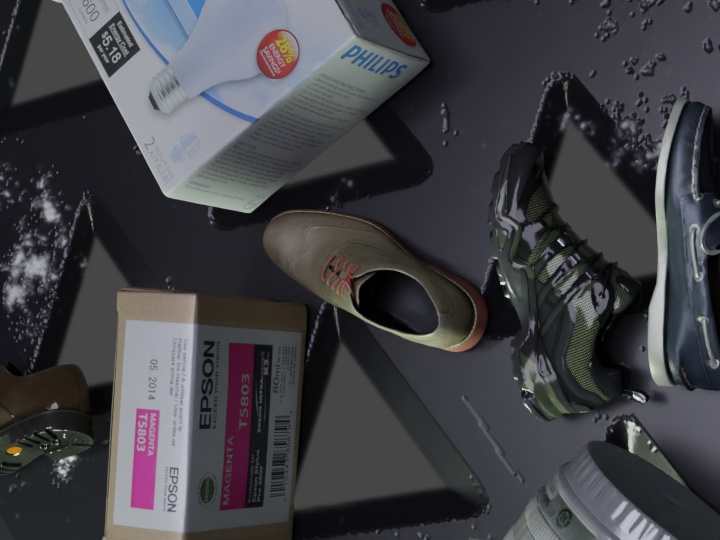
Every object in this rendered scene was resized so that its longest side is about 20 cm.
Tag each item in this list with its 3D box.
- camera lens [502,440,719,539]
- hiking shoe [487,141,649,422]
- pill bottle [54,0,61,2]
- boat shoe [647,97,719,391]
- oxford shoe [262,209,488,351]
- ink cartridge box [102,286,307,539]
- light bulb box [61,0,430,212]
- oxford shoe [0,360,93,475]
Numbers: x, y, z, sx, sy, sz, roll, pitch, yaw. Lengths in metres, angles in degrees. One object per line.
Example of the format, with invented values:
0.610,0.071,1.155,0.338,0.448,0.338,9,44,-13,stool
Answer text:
0.154,0.237,1.162,0.160,0.160,0.201,39,104,24,camera lens
0.153,0.003,1.237,0.100,0.076,0.202,-10,91,18,hiking shoe
-0.188,-0.305,1.405,0.199,0.112,0.113,-28,74,23,pill bottle
0.235,-0.017,1.186,0.061,0.075,0.202,3,89,29,boat shoe
0.000,0.000,1.306,0.199,0.075,0.071,22,97,27,oxford shoe
-0.115,0.118,1.306,0.075,0.164,0.202,3,88,27,ink cartridge box
-0.090,-0.185,1.338,0.200,0.125,0.199,-38,71,21,light bulb box
-0.308,0.125,1.468,0.199,0.073,0.085,-16,63,23,oxford shoe
